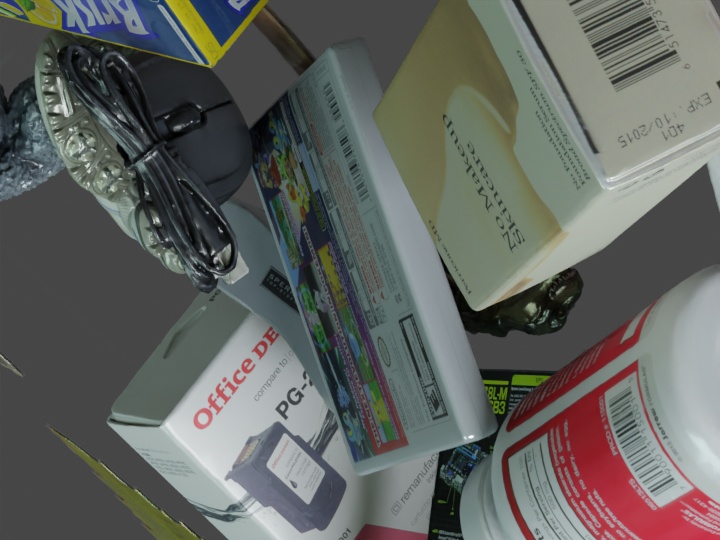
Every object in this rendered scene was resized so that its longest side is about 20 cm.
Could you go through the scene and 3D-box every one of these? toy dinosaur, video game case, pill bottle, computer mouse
[{"bbox_3d":[0.040,0.005,1.124,0.088,0.048,0.200,39,165,-20],"label":"toy dinosaur"},{"bbox_3d":[0.000,0.000,1.069,0.201,0.023,0.182,71,160,4],"label":"video game case"},{"bbox_3d":[0.130,0.086,0.952,0.112,0.112,0.200,41,142,-6],"label":"pill bottle"},{"bbox_3d":[-0.089,-0.069,1.080,0.139,0.053,0.200,58,-174,-6],"label":"computer mouse"}]

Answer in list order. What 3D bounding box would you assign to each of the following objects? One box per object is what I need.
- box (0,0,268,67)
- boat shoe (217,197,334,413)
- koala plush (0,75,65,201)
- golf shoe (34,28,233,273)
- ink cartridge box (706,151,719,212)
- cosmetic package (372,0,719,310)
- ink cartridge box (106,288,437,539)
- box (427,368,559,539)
[{"bbox_3d":[-0.132,-0.160,1.035,0.199,0.064,0.070,18,152,45],"label":"box"},{"bbox_3d":[-0.018,0.026,1.237,0.200,0.069,0.057,43,-166,16],"label":"boat shoe"},{"bbox_3d":[-0.282,-0.128,1.249,0.177,0.184,0.201,32,148,20],"label":"koala plush"},{"bbox_3d":[-0.155,-0.079,1.249,0.097,0.078,0.200,31,159,38],"label":"golf shoe"},{"bbox_3d":[0.215,-0.024,0.740,0.199,0.045,0.177,26,158,32],"label":"ink cartridge box"},{"bbox_3d":[0.072,-0.062,0.812,0.106,0.071,0.200,62,165,9],"label":"cosmetic package"},{"bbox_3d":[-0.039,0.106,1.336,0.200,0.145,0.084,47,158,-22],"label":"ink cartridge box"},{"bbox_3d":[0.100,0.151,1.135,0.047,0.195,0.200,12,172,-26],"label":"box"}]
